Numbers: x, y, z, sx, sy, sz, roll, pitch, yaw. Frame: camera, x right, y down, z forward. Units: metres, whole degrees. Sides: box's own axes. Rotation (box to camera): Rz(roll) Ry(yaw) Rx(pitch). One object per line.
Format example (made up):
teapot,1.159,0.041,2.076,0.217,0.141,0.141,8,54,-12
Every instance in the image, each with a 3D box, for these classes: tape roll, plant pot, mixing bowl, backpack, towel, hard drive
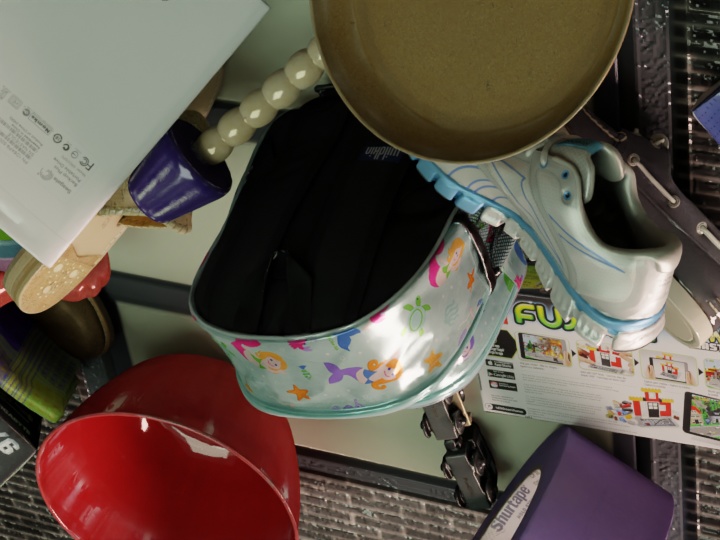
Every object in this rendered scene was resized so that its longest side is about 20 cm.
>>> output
tape roll,0.116,0.207,1.253,0.085,0.200,0.200,33,137,-1
plant pot,0.061,-0.156,1.021,0.199,0.027,0.202,0,91,32
mixing bowl,-0.124,0.133,1.386,0.199,0.109,0.201,11,137,11
backpack,0.000,0.000,1.136,0.177,0.200,0.151,-1,130,30
towel,-0.283,0.027,1.390,0.200,0.144,0.023,43,98,-8
hard drive,-0.166,-0.120,1.113,0.132,0.027,0.200,40,95,-8

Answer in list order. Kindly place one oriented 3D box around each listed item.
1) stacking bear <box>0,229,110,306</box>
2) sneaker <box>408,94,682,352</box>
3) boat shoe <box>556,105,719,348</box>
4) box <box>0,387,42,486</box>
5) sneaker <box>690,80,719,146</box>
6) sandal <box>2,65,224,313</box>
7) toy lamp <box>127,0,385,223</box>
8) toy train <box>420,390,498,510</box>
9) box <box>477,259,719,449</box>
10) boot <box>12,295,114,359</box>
stacking bear,-0.234,-0.074,1.248,0.121,0.114,0.200,-11,147,-10
sneaker,0.103,-0.054,1.042,0.200,0.075,0.087,45,145,19
boat shoe,0.155,-0.051,1.115,0.200,0.063,0.073,53,170,-4
box,-0.314,0.050,1.395,0.046,0.159,0.200,-42,108,8
sneaker,0.263,-0.026,1.020,0.199,0.115,0.081,39,136,-6
sandal,-0.136,-0.039,1.214,0.212,0.078,0.070,-48,67,13
toy lamp,-0.057,-0.100,1.131,0.200,0.058,0.058,-38,105,17
toy train,0.053,0.080,1.291,0.034,0.046,0.201,-10,126,22
box,0.167,0.053,1.206,0.199,0.035,0.111,8,131,25
boot,-0.262,0.002,1.385,0.073,0.076,0.200,-26,113,41
